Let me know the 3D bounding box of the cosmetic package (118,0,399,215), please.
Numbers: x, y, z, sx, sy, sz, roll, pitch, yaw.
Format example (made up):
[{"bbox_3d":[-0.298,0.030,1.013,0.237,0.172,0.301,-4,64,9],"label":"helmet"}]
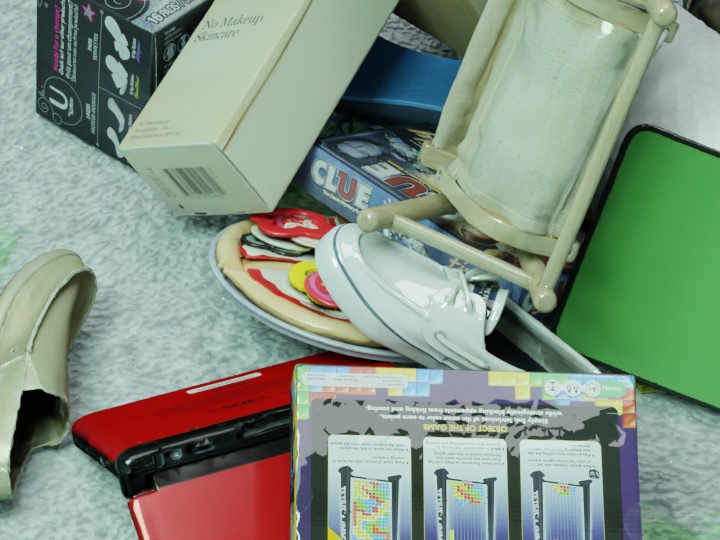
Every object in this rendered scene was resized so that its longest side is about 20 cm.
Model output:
[{"bbox_3d":[-0.066,-0.135,1.420,0.103,0.073,0.201,-1,51,43],"label":"cosmetic package"}]

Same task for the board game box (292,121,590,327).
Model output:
[{"bbox_3d":[0.070,-0.035,1.406,0.200,0.035,0.135,34,29,31],"label":"board game box"}]

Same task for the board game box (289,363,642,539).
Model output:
[{"bbox_3d":[0.058,0.141,1.183,0.198,0.057,0.167,3,71,-5],"label":"board game box"}]

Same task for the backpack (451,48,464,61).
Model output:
[{"bbox_3d":[0.147,-0.226,1.610,0.174,0.154,0.201,4,48,-10],"label":"backpack"}]

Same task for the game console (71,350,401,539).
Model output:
[{"bbox_3d":[-0.052,0.135,1.259,0.199,0.120,0.172,-13,13,-22],"label":"game console"}]

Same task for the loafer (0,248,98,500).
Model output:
[{"bbox_3d":[-0.203,0.071,1.277,0.068,0.076,0.201,17,51,11],"label":"loafer"}]

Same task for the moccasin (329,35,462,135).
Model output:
[{"bbox_3d":[0.018,-0.122,1.535,0.199,0.068,0.081,19,55,6],"label":"moccasin"}]

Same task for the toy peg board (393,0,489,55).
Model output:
[{"bbox_3d":[0.049,-0.246,1.458,0.199,0.200,0.098,35,84,37],"label":"toy peg board"}]

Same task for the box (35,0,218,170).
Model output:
[{"bbox_3d":[-0.134,-0.187,1.536,0.114,0.133,0.200,28,44,22],"label":"box"}]

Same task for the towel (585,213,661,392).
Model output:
[{"bbox_3d":[0.195,0.007,1.441,0.085,0.018,0.201,-7,42,-14],"label":"towel"}]

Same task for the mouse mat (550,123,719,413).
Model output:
[{"bbox_3d":[0.235,0.012,1.318,0.199,0.162,0.008,21,20,2],"label":"mouse mat"}]

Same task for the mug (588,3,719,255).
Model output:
[{"bbox_3d":[0.240,-0.087,1.404,0.199,0.148,0.175,-20,42,-21],"label":"mug"}]

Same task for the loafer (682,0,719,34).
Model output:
[{"bbox_3d":[0.317,-0.157,1.535,0.199,0.073,0.071,35,33,20],"label":"loafer"}]

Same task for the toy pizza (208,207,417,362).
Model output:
[{"bbox_3d":[0.000,0.000,1.369,0.199,0.032,0.200,12,24,-5],"label":"toy pizza"}]

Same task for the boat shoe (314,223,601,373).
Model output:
[{"bbox_3d":[0.066,0.028,1.279,0.199,0.065,0.074,34,43,-13],"label":"boat shoe"}]

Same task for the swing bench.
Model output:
[{"bbox_3d":[0.110,-0.111,1.293,0.129,0.200,0.200,24,21,6],"label":"swing bench"}]
